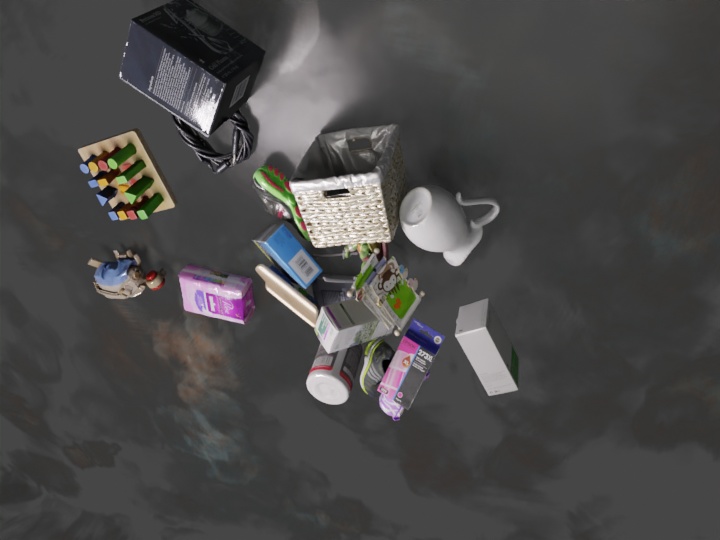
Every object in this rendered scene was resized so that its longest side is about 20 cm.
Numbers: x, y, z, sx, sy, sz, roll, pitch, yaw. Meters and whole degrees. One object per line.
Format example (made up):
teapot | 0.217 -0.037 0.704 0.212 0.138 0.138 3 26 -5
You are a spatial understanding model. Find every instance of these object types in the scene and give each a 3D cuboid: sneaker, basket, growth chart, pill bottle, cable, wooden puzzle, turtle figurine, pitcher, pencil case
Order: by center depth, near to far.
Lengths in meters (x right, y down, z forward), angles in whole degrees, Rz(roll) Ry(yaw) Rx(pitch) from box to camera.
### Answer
basket | -0.013 -0.169 1.153 0.191 0.203 0.165 -3 127 20
pitcher | 0.183 -0.109 1.161 0.171 0.123 0.197 -44 139 20
cable | -0.324 -0.316 1.249 0.159 0.051 0.204 -15 118 28
growth chart | 0.063 0.045 1.267 0.017 0.148 0.199 7 151 51
turtle figurine | 0.000 0.000 1.311 0.195 0.202 0.142 48 160 -24
sneaker | -0.171 -0.152 1.313 0.201 0.077 0.083 50 142 -15
pill bottle | -0.053 0.211 1.393 0.106 0.203 0.113 10 135 11
wooden puzzle | -0.166 0.057 1.400 0.183 0.047 0.201 37 166 6
sneaker | 0.049 0.268 1.512 0.080 0.073 0.205 35 138 34
pencil case | 0.115 0.311 1.528 0.081 0.087 0.204 4 132 -24

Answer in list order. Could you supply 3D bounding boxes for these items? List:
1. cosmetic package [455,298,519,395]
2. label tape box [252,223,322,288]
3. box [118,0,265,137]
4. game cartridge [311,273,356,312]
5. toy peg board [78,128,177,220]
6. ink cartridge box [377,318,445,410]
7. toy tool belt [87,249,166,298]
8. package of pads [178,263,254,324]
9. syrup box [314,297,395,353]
cosmetic package | 0.304 0.184 1.359 0.083 0.109 0.203 -17 120 28
label tape box | -0.180 -0.039 1.369 0.144 0.066 0.199 49 170 -17
box | -0.314 -0.394 1.092 0.193 0.202 0.125 30 128 -6
game cartridge | -0.050 0.097 1.465 0.128 0.041 0.206 6 127 19
toy peg board | -0.585 -0.209 1.388 0.192 0.099 0.205 -8 122 24
ink cartridge box | 0.126 0.233 1.427 0.093 0.037 0.205 27 94 12
toy tool belt | -0.637 0.005 1.547 0.193 0.127 0.125 -7 132 23
package of pads | -0.385 0.065 1.532 0.192 0.077 0.124 12 131 10
syrup box | -0.006 0.120 1.359 0.082 0.195 0.080 52 137 32
